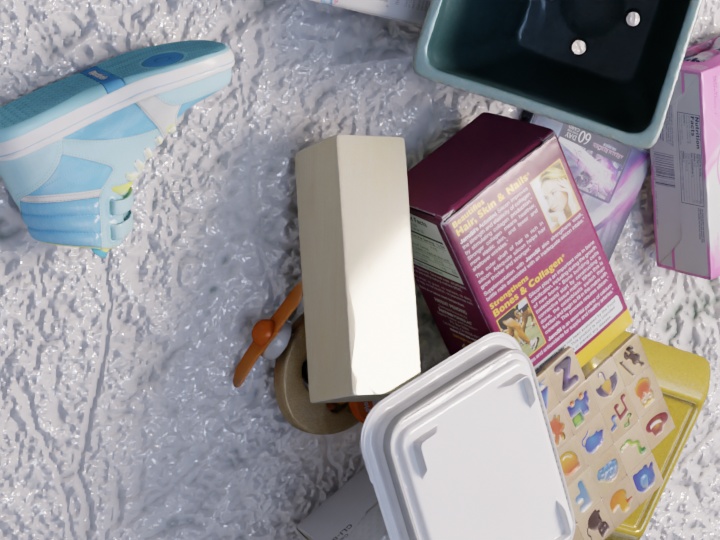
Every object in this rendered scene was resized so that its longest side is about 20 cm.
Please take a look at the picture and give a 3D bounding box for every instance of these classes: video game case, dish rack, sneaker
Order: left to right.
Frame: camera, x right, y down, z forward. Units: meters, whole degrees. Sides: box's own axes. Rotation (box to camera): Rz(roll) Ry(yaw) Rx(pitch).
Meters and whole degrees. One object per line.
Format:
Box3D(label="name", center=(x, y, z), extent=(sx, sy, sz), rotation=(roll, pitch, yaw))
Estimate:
Box3D(label="sneaker", center=(-0.174, -0.086, 1.496), extent=(0.199, 0.080, 0.131), rotation=(-22, 113, -12))
Box3D(label="dish rack", center=(0.095, 0.167, 1.561), extent=(0.171, 0.043, 0.201), rotation=(-30, 114, -31))
Box3D(label="video game case", center=(0.178, -0.066, 1.744), extent=(0.142, 0.019, 0.201), rotation=(20, 93, -33))

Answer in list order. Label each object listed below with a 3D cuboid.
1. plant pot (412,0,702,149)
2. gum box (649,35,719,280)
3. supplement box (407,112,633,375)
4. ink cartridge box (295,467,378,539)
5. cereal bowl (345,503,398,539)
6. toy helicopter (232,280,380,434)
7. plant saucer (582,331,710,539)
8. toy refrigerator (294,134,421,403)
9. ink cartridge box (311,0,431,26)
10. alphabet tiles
Box3D(label="plant pot", center=(0.175, -0.216, 1.576), extent=(0.194, 0.200, 0.198), rotation=(19, 97, 11))
Box3D(label="gum box", center=(0.316, -0.107, 1.770), extent=(0.113, 0.066, 0.202), rotation=(-22, 115, -37))
Box3D(label="supplement box", center=(0.120, -0.007, 1.651), extent=(0.131, 0.103, 0.201), rotation=(-37, 120, -20))
Box3D(label="ink cartridge box", center=(0.057, 0.257, 1.731), extent=(0.145, 0.083, 0.201), rotation=(-39, 121, -15))
Box3D(label="cereal bowl", center=(0.047, 0.265, 1.617), extent=(0.199, 0.083, 0.202), rotation=(-6, 98, -40))
Box3D(label="toy helicopter", center=(-0.033, 0.033, 1.630), extent=(0.131, 0.079, 0.202), rotation=(2, 93, -22))
Box3D(label="plant saucer", center=(0.220, 0.156, 1.808), extent=(0.199, 0.048, 0.201), rotation=(18, 100, -33))
Box3D(label="toy refrigerator", center=(0.000, 0.000, 1.572), extent=(0.069, 0.076, 0.202), rotation=(0, 82, -28))
Box3D(label="ink cartridge box", center=(-0.024, -0.278, 1.519), extent=(0.199, 0.085, 0.149), rotation=(10, 100, -32))
Box3D(label="alphabet tiles", center=(0.180, 0.149, 1.654), extent=(0.200, 0.008, 0.168), rotation=(-39, 117, -27))
